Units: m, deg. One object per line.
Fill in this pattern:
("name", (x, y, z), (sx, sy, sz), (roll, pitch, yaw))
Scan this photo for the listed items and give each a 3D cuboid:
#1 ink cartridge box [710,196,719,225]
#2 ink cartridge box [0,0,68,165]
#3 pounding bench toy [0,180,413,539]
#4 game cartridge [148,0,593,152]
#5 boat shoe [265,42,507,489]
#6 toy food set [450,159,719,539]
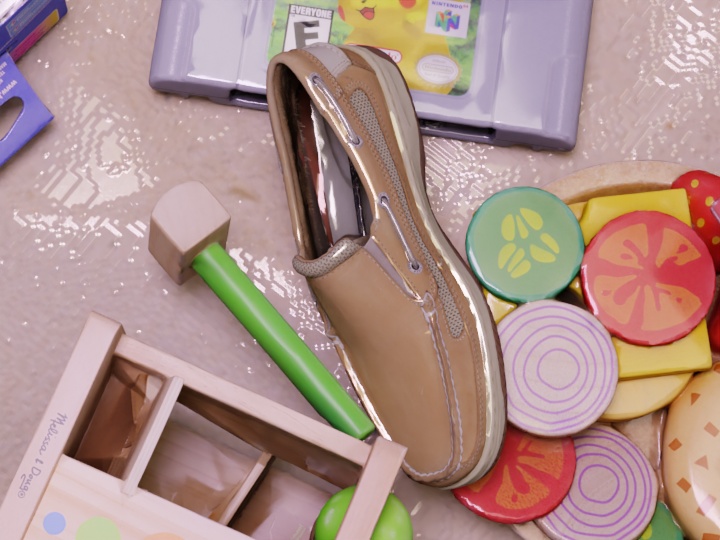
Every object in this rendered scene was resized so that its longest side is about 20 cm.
("ink cartridge box", (0.264, 0.009, 0.861), (0.147, 0.083, 0.200), (-36, 85, 15))
("ink cartridge box", (-0.225, -0.127, 0.924), (0.136, 0.076, 0.200), (-44, 85, -9))
("pounding bench toy", (-0.049, 0.080, 0.871), (0.156, 0.124, 0.200), (23, 78, 1))
("game cartridge", (0.010, -0.134, 0.962), (0.199, 0.040, 0.134), (8, 75, -2))
("boat shoe", (0.000, 0.000, 0.882), (0.072, 0.076, 0.200), (-26, 79, 31))
("toy food set", (0.129, 0.047, 0.926), (0.197, 0.049, 0.201), (-7, 80, -5))
